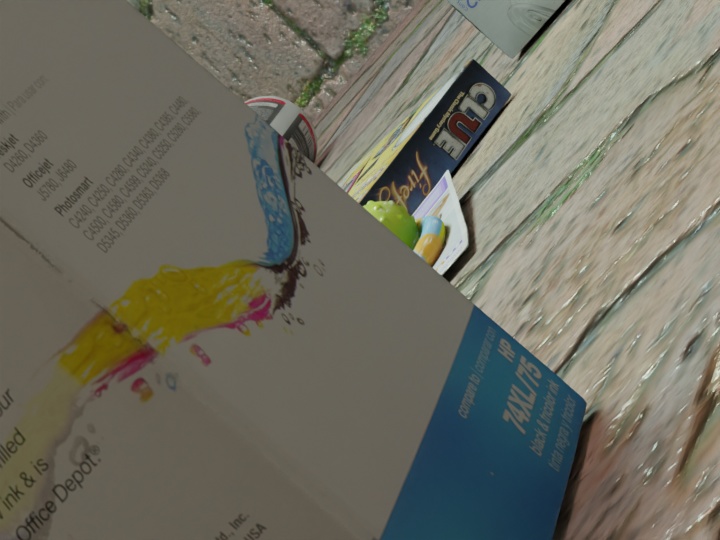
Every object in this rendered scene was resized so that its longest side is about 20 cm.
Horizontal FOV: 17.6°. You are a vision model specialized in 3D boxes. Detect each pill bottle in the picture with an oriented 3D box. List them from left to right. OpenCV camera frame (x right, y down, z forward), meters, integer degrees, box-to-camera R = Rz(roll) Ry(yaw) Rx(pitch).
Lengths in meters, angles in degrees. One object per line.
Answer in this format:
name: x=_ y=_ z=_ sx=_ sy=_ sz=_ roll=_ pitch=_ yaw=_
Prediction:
pill bottle: x=-0.117 y=-0.112 z=2.527 sx=0.111 sy=0.111 sz=0.200 roll=-47 pitch=6 yaw=21

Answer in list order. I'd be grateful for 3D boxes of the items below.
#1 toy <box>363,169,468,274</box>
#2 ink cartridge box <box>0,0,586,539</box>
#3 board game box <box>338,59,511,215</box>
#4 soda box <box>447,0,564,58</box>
toy: x=0.000 y=0.000 z=1.173 sx=0.115 sy=0.047 sz=0.200 roll=-50 pitch=5 yaw=9
ink cartridge box: x=-0.068 y=0.046 z=0.609 sx=0.147 sy=0.200 sz=0.146 roll=-46 pitch=6 yaw=25
board game box: x=0.007 y=-0.041 z=1.457 sx=0.136 sy=0.035 sz=0.200 roll=-52 pitch=6 yaw=-26
soda box: x=0.145 y=-0.237 z=1.533 sx=0.200 sy=0.063 sz=0.068 roll=-48 pitch=5 yaw=17
